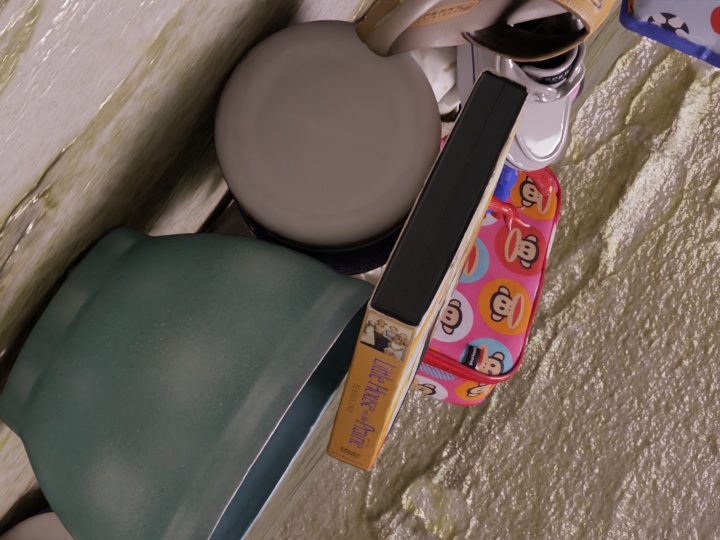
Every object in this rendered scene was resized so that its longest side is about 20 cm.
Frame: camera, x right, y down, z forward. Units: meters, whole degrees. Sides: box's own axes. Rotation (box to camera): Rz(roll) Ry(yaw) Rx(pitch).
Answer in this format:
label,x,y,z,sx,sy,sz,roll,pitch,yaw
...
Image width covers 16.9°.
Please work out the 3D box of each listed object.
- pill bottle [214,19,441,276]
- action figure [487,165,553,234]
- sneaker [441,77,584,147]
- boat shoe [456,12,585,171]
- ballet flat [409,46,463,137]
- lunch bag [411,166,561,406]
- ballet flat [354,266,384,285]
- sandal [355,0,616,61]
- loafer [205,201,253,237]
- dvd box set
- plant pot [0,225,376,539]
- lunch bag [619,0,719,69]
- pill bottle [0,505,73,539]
label,x,y,z,sx,sy,sz,roll,pitch,yaw
pill bottle,-0.014,-0.057,1.303,0.116,0.116,0.200,-53,174,-6
action figure,0.071,-0.040,1.623,0.065,0.052,0.200,-22,178,28
sneaker,0.070,-0.098,1.636,0.200,0.079,0.095,-27,167,26
boat shoe,0.102,-0.131,1.437,0.072,0.066,0.200,-31,136,-23
ballet flat,0.034,-0.116,1.494,0.075,0.068,0.200,-26,172,9
lunch bag,0.047,-0.015,1.793,0.082,0.176,0.200,132,-23,-59
ballet flat,0.000,0.000,1.541,0.069,0.071,0.200,-47,169,-14
sandal,0.087,-0.134,1.221,0.200,0.054,0.080,-20,159,-35
loafer,-0.081,0.016,1.448,0.200,0.073,0.072,-57,169,20
dvd box set,0.032,0.004,1.236,0.200,0.029,0.146,106,9,-64
plant pot,-0.097,0.060,1.228,0.200,0.134,0.200,-57,175,-8
lunch bag,0.230,-0.232,1.347,0.170,0.124,0.200,118,-4,-46
pill bottle,-0.179,0.207,1.537,0.120,0.120,0.200,-54,174,9
